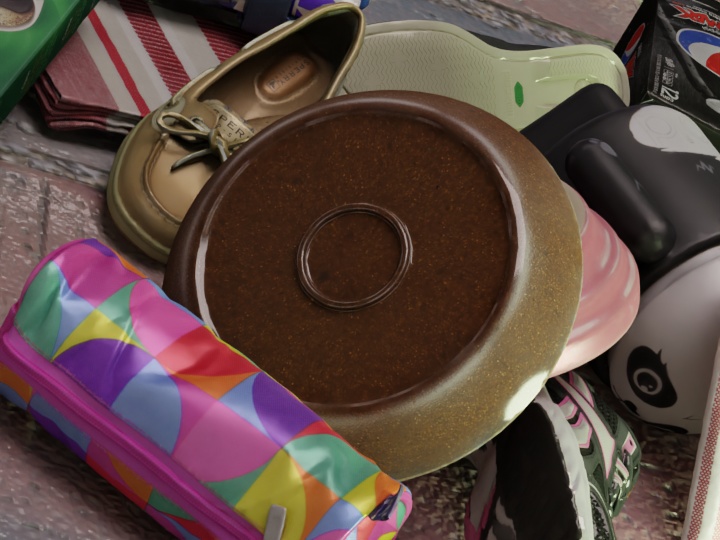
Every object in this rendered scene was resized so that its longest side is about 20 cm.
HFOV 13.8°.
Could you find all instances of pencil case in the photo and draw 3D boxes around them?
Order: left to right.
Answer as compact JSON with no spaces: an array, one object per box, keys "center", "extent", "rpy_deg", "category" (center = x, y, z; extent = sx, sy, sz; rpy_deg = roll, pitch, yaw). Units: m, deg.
[{"center":[-0.070,0.072,1.277],"extent":[0.200,0.088,0.088],"rpy_deg":[37,28,17],"category":"pencil case"}]

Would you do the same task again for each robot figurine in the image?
[{"center":[0.153,-0.005,1.570],"extent":[0.150,0.125,0.200],"rpy_deg":[0,43,-39],"category":"robot figurine"}]

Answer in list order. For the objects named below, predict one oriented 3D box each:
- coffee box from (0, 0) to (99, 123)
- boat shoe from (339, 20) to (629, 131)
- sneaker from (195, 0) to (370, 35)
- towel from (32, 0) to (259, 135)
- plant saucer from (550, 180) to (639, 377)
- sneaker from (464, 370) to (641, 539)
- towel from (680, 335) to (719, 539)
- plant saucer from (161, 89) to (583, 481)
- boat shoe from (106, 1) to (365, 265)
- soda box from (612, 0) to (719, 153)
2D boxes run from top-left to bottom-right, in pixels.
[{"center":[-0.206,-0.139,1.486],"extent":[0.123,0.044,0.200],"rpy_deg":[29,43,-1],"category":"coffee box"},{"center":[0.058,-0.104,1.724],"extent":[0.200,0.072,0.068],"rpy_deg":[3,-1,-33],"category":"boat shoe"},{"center":[-0.072,-0.175,1.637],"extent":[0.146,0.081,0.200],"rpy_deg":[22,9,22],"category":"sneaker"},{"center":[-0.099,-0.102,1.603],"extent":[0.200,0.023,0.144],"rpy_deg":[13,30,-32],"category":"towel"},{"center":[0.035,-0.005,1.445],"extent":[0.200,0.051,0.201],"rpy_deg":[-1,26,1],"category":"plant saucer"},{"center":[0.099,0.093,1.405],"extent":[0.086,0.080,0.200],"rpy_deg":[19,30,-22],"category":"sneaker"},{"center":[0.248,0.080,1.518],"extent":[0.200,0.146,0.030],"rpy_deg":[9,2,-34],"category":"towel"},{"center":[0.000,0.000,1.358],"extent":[0.200,0.200,0.034],"rpy_deg":[46,-6,27],"category":"plant saucer"},{"center":[-0.062,-0.076,1.511],"extent":[0.073,0.063,0.200],"rpy_deg":[42,42,-7],"category":"boat shoe"},{"center":[0.192,-0.110,1.836],"extent":[0.063,0.071,0.200],"rpy_deg":[27,28,-6],"category":"soda box"}]
